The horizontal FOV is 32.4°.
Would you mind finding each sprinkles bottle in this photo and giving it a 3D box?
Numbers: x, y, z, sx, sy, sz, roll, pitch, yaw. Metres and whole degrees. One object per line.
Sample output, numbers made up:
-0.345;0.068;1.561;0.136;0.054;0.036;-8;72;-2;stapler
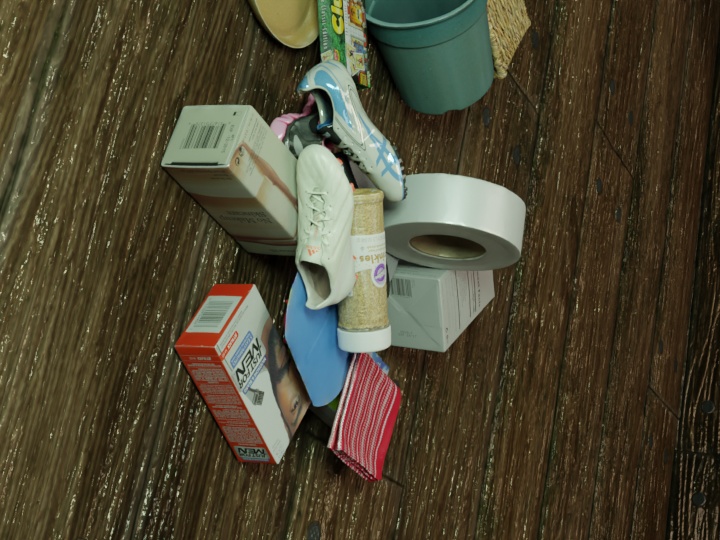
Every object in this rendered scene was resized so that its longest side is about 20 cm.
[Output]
0.000;0.000;1.550;0.068;0.068;0.200;-22;111;-59;sprinkles bottle

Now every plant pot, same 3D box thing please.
-0.099;-0.386;1.592;0.200;0.027;0.200;-1;91;-60;plant pot
0.107;-0.347;1.811;0.196;0.200;0.200;69;35;-46;plant pot

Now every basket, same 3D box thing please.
0.165;-0.417;1.946;0.149;0.143;0.200;-62;143;-36;basket

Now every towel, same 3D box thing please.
0.010;0.198;1.674;0.200;0.022;0.145;53;49;-63;towel

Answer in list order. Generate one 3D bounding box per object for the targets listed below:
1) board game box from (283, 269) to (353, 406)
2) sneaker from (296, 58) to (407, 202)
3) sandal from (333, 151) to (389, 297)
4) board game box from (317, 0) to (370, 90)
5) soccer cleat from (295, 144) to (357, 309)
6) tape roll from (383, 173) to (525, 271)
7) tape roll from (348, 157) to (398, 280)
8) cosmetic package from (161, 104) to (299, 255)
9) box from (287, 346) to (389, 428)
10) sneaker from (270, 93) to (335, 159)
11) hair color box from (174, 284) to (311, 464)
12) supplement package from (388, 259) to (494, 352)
-0.063;0.071;1.551;0.158;0.039;0.200;-63;145;-41;board game box
-0.010;-0.165;1.544;0.072;0.072;0.200;-36;103;-15;sneaker
-0.007;-0.056;1.611;0.075;0.045;0.200;-74;144;-77;sandal
-0.024;-0.350;1.660;0.105;0.023;0.200;3;82;-59;board game box
-0.045;-0.047;1.452;0.078;0.069;0.200;-38;129;-46;soccer cleat
0.121;-0.062;1.679;0.202;0.202;0.071;34;59;-56;tape roll
-0.016;-0.060;1.704;0.200;0.066;0.201;-3;94;-61;tape roll
-0.132;-0.103;1.460;0.200;0.103;0.087;47;53;-49;cosmetic package
-0.033;0.140;1.693;0.200;0.048;0.122;49;50;-49;box
-0.037;-0.195;1.636;0.200;0.095;0.079;-50;129;-50;sneaker
-0.137;0.126;1.492;0.111;0.064;0.200;-62;142;-41;hair color box
0.108;0.021;1.864;0.200;0.121;0.120;-42;131;-54;supplement package
